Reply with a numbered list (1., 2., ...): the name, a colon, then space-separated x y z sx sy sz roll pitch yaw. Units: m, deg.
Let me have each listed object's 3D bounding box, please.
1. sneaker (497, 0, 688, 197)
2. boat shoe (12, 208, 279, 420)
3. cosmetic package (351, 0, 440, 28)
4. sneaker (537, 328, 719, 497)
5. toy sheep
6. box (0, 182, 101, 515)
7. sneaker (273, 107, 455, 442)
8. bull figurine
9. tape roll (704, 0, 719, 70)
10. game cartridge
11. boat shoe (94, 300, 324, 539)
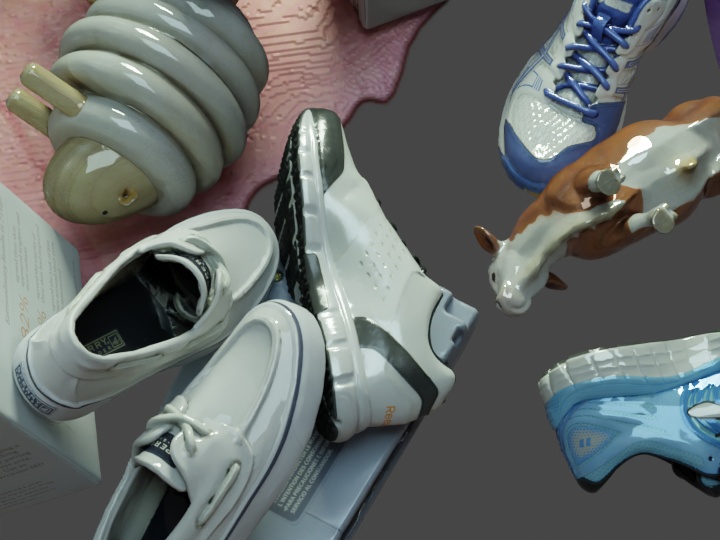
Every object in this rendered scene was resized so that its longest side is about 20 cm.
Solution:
1. sneaker: 0.141 -0.140 1.253 0.075 0.088 0.201 24 67 11
2. boat shoe: -0.102 0.011 1.113 0.200 0.066 0.072 -29 83 -46
3. cosmetic package: 0.075 -0.240 1.290 0.199 0.107 0.091 -18 64 -10
4. sneaker: 0.203 0.080 1.158 0.199 0.078 0.091 -10 81 0
5. toy sheep: -0.122 -0.110 1.222 0.137 0.138 0.201 27 69 15
6. box: -0.234 0.029 1.101 0.106 0.200 0.153 -18 60 15
7. sneaker: 0.000 0.000 1.164 0.079 0.074 0.201 -5 67 -14
8. bull figurine: 0.157 -0.045 1.191 0.200 0.121 0.065 -34 97 -19
9. tape roll: 0.263 -0.134 1.182 0.065 0.200 0.201 -16 63 -7
10. game cartridge: -0.036 0.075 1.176 0.133 0.042 0.201 25 66 19
11. boat shoe: -0.089 0.103 1.083 0.072 0.066 0.201 31 91 42
